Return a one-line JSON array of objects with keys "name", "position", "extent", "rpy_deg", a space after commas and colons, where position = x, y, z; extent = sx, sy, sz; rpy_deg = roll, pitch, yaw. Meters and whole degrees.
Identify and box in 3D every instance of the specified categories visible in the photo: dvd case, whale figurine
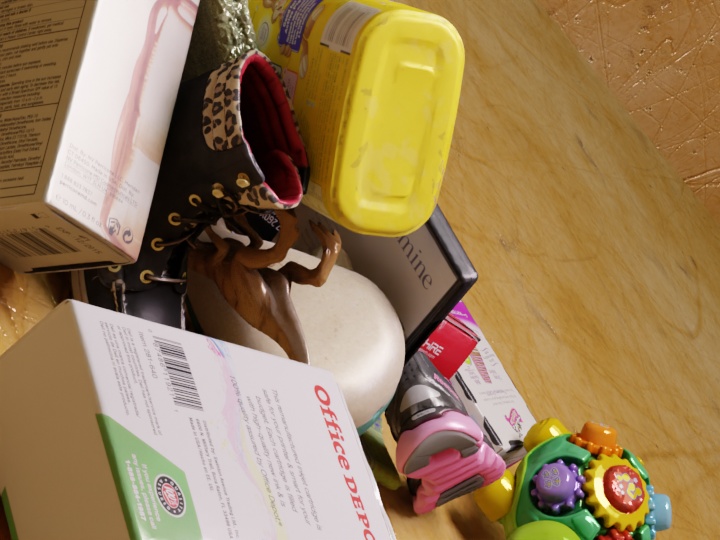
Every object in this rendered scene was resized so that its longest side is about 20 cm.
[{"name": "dvd case", "position": [0.000, 0.000, 1.473], "extent": [0.017, 0.200, 0.143], "rpy_deg": [-15, 66, -36]}, {"name": "whale figurine", "position": [-0.066, 0.040, 1.421], "extent": [0.200, 0.104, 0.159], "rpy_deg": [38, 53, 14]}]

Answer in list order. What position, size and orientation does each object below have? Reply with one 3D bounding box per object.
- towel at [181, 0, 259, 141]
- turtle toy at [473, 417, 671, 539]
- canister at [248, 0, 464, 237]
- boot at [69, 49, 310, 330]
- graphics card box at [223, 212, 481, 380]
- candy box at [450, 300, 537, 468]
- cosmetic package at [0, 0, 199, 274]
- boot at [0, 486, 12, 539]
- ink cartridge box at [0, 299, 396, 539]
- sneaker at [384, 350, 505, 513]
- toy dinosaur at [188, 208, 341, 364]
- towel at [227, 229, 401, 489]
[{"name": "towel", "position": [-0.112, -0.165, 1.368], "extent": [0.036, 0.148, 0.202], "rpy_deg": [-15, 95, -30]}, {"name": "turtle toy", "position": [0.168, 0.198, 1.647], "extent": [0.146, 0.101, 0.200], "rpy_deg": [50, 48, -1]}, {"name": "canister", "position": [-0.018, -0.111, 1.356], "extent": [0.086, 0.150, 0.200], "rpy_deg": [6, 12, -27]}, {"name": "boot", "position": [-0.104, -0.029, 1.292], "extent": [0.073, 0.150, 0.202], "rpy_deg": [8, 69, -53]}, {"name": "graphics card box", "position": [-0.013, 0.001, 1.610], "extent": [0.200, 0.051, 0.125], "rpy_deg": [40, 5, 38]}, {"name": "candy box", "position": [0.066, 0.078, 1.775], "extent": [0.201, 0.061, 0.136], "rpy_deg": [58, 17, 13]}, {"name": "cosmetic package", "position": [-0.172, -0.108, 1.258], "extent": [0.087, 0.103, 0.201], "rpy_deg": [35, 60, -46]}, {"name": "boot", "position": [-0.153, 0.117, 1.143], "extent": [0.200, 0.068, 0.189], "rpy_deg": [36, 31, -30]}, {"name": "ink cartridge box", "position": [-0.084, 0.113, 1.087], "extent": [0.199, 0.084, 0.146], "rpy_deg": [18, 42, -47]}, {"name": "sneaker", "position": [0.052, 0.116, 1.565], "extent": [0.200, 0.079, 0.096], "rpy_deg": [74, -10, -68]}, {"name": "toy dinosaur", "position": [-0.057, 0.016, 1.335], "extent": [0.200, 0.106, 0.060], "rpy_deg": [47, 17, 33]}, {"name": "towel", "position": [-0.041, 0.066, 1.573], "extent": [0.200, 0.023, 0.144], "rpy_deg": [46, 18, -27]}]
